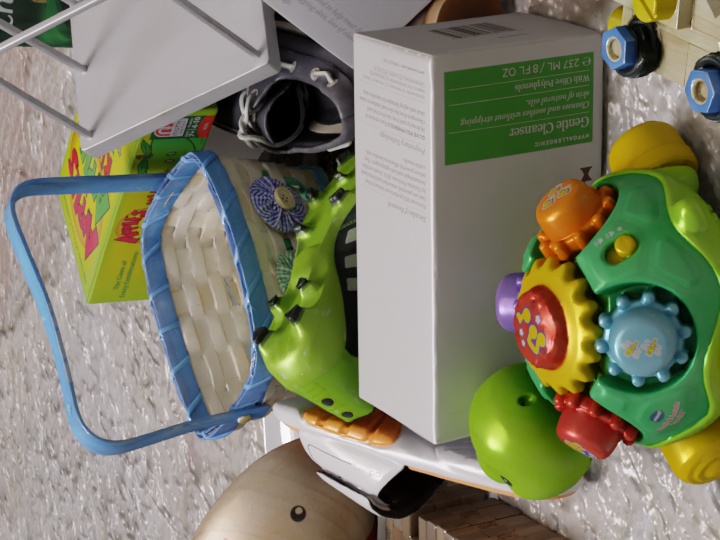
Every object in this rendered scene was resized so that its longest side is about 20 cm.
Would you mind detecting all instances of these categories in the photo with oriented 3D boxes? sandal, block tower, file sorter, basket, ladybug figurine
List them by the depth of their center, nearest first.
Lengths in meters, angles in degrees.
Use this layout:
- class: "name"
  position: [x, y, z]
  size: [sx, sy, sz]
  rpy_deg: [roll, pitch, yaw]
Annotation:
- class: "block tower"
  position: [0.083, 0.173, 1.150]
  size: [0.200, 0.054, 0.058]
  rpy_deg: [27, 123, 58]
- class: "sandal"
  position: [0.029, 0.114, 1.157]
  size: [0.206, 0.079, 0.060]
  rpy_deg: [15, 105, 40]
- class: "file sorter"
  position: [-0.147, -0.197, 1.210]
  size: [0.138, 0.124, 0.201]
  rpy_deg: [-22, 61, 26]
- class: "basket"
  position: [-0.100, 0.013, 1.245]
  size: [0.177, 0.199, 0.139]
  rpy_deg: [68, 153, 20]
- class: "ladybug figurine"
  position: [-0.045, 0.187, 1.268]
  size: [0.072, 0.135, 0.201]
  rpy_deg: [49, 142, 31]

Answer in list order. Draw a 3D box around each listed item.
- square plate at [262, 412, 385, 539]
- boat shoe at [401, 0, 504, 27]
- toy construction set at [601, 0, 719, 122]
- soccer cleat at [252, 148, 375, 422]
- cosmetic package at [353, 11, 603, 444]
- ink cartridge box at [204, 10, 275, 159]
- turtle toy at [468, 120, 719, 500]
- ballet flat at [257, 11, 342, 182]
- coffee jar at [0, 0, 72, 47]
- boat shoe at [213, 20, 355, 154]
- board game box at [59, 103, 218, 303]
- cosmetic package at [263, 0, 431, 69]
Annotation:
- class: "square plate"
  position: [-0.012, 0.136, 1.361]
  size: [0.198, 0.028, 0.202]
  rpy_deg: [15, 111, 62]
- class: "boat shoe"
  position: [0.041, -0.061, 1.142]
  size: [0.070, 0.070, 0.202]
  rpy_deg: [18, 106, 54]
- class: "toy construction set"
  position: [0.144, -0.139, 0.892]
  size: [0.200, 0.091, 0.132]
  rpy_deg: [-125, 34, -60]
- class: "soccer cleat"
  position: [0.000, 0.000, 1.185]
  size: [0.067, 0.081, 0.201]
  rpy_deg: [-28, 29, 41]
- class: "cosmetic package"
  position: [0.060, -0.024, 1.072]
  size: [0.085, 0.107, 0.202]
  rpy_deg: [25, 122, 57]
- class: "ink cartridge box"
  position: [-0.118, -0.150, 1.418]
  size: [0.146, 0.084, 0.201]
  rpy_deg: [58, 145, 38]
- class: "turtle toy"
  position: [0.115, 0.035, 0.983]
  size: [0.146, 0.100, 0.201]
  rpy_deg: [63, 149, 32]
- class: "ballet flat"
  position: [-0.030, -0.092, 1.316]
  size: [0.067, 0.046, 0.201]
  rpy_deg: [32, 136, 30]
- class: "coffee jar"
  position: [-0.244, -0.189, 1.339]
  size: [0.085, 0.199, 0.105]
  rpy_deg: [36, 129, 55]
- class: "boat shoe"
  position: [-0.048, -0.104, 1.234]
  size: [0.199, 0.063, 0.073]
  rpy_deg: [5, 121, 50]
- class: "board game box"
  position: [-0.148, -0.078, 1.344]
  size: [0.200, 0.047, 0.102]
  rpy_deg: [116, 142, -49]
- class: "cosmetic package"
  position: [-0.038, -0.216, 1.121]
  size: [0.081, 0.113, 0.201]
  rpy_deg: [-40, 45, 17]
